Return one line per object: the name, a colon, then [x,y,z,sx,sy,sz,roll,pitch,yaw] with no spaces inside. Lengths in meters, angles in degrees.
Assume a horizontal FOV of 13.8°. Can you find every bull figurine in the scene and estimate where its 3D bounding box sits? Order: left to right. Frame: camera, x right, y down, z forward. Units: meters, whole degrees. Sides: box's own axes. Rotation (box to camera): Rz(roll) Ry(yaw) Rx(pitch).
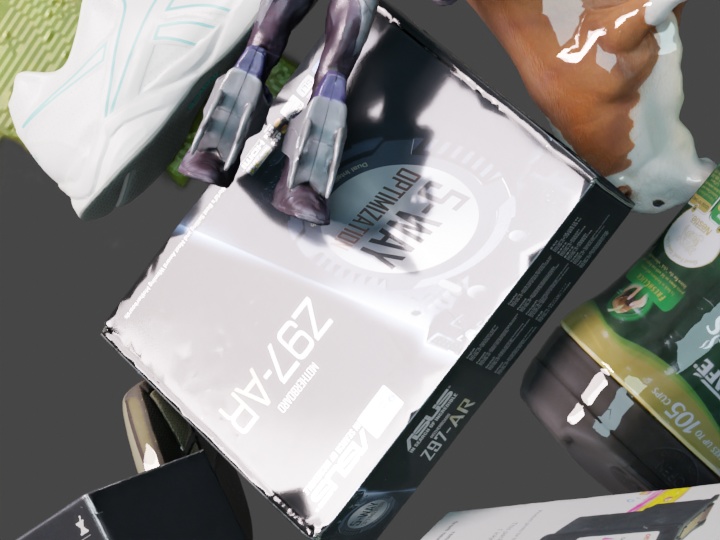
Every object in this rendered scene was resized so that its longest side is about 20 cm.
bull figurine: [0.101,-0.120,1.312,0.200,0.065,0.121,50,122,14]

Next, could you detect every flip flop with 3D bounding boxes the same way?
flip flop: [-0.080,0.148,1.334,0.057,0.081,0.201,-14,89,18]

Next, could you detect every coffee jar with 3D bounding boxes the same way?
coffee jar: [0.167,0.015,1.286,0.200,0.085,0.104,-47,123,4]

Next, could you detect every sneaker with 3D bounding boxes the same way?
sneaker: [-0.081,-0.119,1.351,0.200,0.070,0.080,-45,78,4]

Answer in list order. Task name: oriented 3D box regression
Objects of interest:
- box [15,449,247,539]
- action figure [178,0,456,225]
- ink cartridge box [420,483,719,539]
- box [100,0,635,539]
box: [-0.119,0.184,1.281,0.200,0.079,0.142,-33,82,42]
action figure: [-0.012,-0.125,1.276,0.130,0.069,0.201,19,95,5]
ink cartridge box: [0.125,0.172,1.230,0.199,0.083,0.146,-9,111,34]
box: [0.000,0.000,1.309,0.160,0.043,0.200,42,98,32]
